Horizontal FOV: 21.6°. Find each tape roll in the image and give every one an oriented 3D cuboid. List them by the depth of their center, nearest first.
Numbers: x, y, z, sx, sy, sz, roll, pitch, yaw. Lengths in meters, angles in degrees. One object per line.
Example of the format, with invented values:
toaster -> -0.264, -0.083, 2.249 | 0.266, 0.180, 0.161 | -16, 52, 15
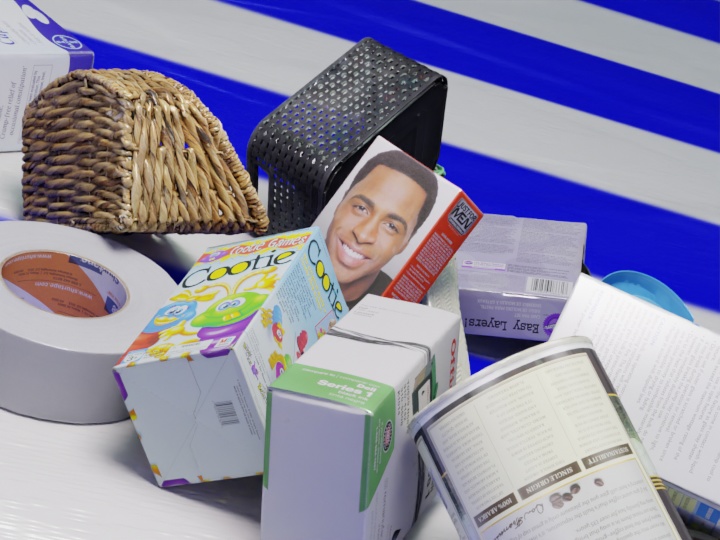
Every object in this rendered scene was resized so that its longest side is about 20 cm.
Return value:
tape roll -> -0.239, 0.037, 1.484 | 0.199, 0.067, 0.201 | 16, 25, -8

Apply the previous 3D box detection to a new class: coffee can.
coffee can -> 0.138, 0.167, 1.293 | 0.146, 0.146, 0.201 | -9, 66, -44

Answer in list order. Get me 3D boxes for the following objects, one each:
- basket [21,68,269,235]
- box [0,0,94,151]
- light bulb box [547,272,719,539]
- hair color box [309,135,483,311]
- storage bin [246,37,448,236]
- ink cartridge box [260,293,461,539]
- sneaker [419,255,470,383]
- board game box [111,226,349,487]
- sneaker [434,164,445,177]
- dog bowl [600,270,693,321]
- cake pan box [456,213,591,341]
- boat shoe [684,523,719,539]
basket -> -0.188, -0.101, 1.633 | 0.148, 0.144, 0.199 | -1, 1, -35
box -> -0.392, -0.201, 1.814 | 0.199, 0.105, 0.184 | -8, 35, -43
light bulb box -> 0.236, 0.120, 1.474 | 0.199, 0.125, 0.198 | 24, -12, 12
hair color box -> 0.000, 0.000, 1.568 | 0.101, 0.200, 0.061 | 34, -4, 31
storage bin -> -0.012, -0.111, 1.795 | 0.093, 0.136, 0.200 | 29, 50, 22
ink cartridge box -> 0.003, 0.121, 1.374 | 0.084, 0.147, 0.200 | 11, 23, 19
sneaker -> 0.028, 0.066, 1.615 | 0.077, 0.111, 0.201 | 29, 47, -43
board game box -> -0.090, 0.062, 1.428 | 0.102, 0.105, 0.200 | -10, 23, 23
sneaker -> 0.063, -0.081, 1.902 | 0.199, 0.089, 0.077 | 27, 26, 16
dog bowl -> 0.263, 0.096, 1.653 | 0.111, 0.050, 0.201 | -11, 61, -39
cake pan box -> 0.118, 0.001, 1.767 | 0.198, 0.053, 0.184 | 4, 26, 6
boat shoe -> 0.221, 0.211, 1.448 | 0.199, 0.073, 0.065 | 15, 26, 5
